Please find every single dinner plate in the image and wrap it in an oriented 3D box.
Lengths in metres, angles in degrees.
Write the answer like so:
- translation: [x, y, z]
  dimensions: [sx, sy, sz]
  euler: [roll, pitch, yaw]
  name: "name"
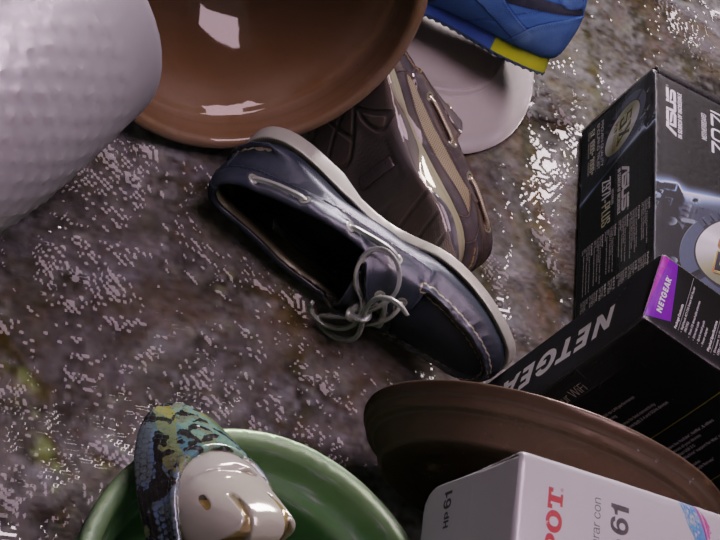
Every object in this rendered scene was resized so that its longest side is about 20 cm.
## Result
- translation: [0.036, -0.167, 1.288]
  dimensions: [0.200, 0.024, 0.201]
  euler: [19, 52, -27]
  name: "dinner plate"

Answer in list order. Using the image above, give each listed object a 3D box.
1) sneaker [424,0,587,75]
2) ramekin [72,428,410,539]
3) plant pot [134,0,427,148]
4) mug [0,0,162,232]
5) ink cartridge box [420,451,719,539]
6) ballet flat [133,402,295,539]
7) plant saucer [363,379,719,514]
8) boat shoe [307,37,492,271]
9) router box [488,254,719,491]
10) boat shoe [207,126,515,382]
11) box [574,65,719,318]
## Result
- translation: [0.056, -0.195, 1.237]
  dimensions: [0.200, 0.079, 0.066]
  euler: [21, 21, -25]
  name: "sneaker"
- translation: [-0.065, 0.186, 0.936]
  dimensions: [0.200, 0.098, 0.201]
  euler: [18, 53, -26]
  name: "ramekin"
- translation: [-0.068, -0.174, 1.110]
  dimensions: [0.200, 0.201, 0.093]
  euler: [10, 39, -31]
  name: "plant pot"
- translation: [-0.229, -0.096, 0.983]
  dimensions: [0.200, 0.148, 0.175]
  euler: [25, 51, 20]
  name: "mug"
- translation: [0.126, 0.186, 0.934]
  dimensions: [0.199, 0.085, 0.145]
  euler: [19, 63, -24]
  name: "ink cartridge box"
- translation: [-0.049, 0.140, 0.861]
  dimensions: [0.074, 0.074, 0.201]
  euler: [0, 62, -36]
  name: "ballet flat"
- translation: [0.093, 0.114, 1.034]
  dimensions: [0.200, 0.200, 0.030]
  euler: [28, 65, -18]
  name: "plant saucer"
- translation: [0.021, -0.080, 1.197]
  dimensions: [0.073, 0.074, 0.201]
  euler: [-1, 67, -52]
  name: "boat shoe"
- translation: [0.158, 0.092, 1.086]
  dimensions: [0.149, 0.200, 0.051]
  euler: [35, 48, -13]
  name: "router box"
- translation: [0.000, 0.000, 1.118]
  dimensions: [0.200, 0.075, 0.062]
  euler: [44, 45, -3]
  name: "boat shoe"
- translation: [0.229, -0.007, 1.280]
  dimensions: [0.163, 0.086, 0.200]
  euler: [24, 51, -21]
  name: "box"
